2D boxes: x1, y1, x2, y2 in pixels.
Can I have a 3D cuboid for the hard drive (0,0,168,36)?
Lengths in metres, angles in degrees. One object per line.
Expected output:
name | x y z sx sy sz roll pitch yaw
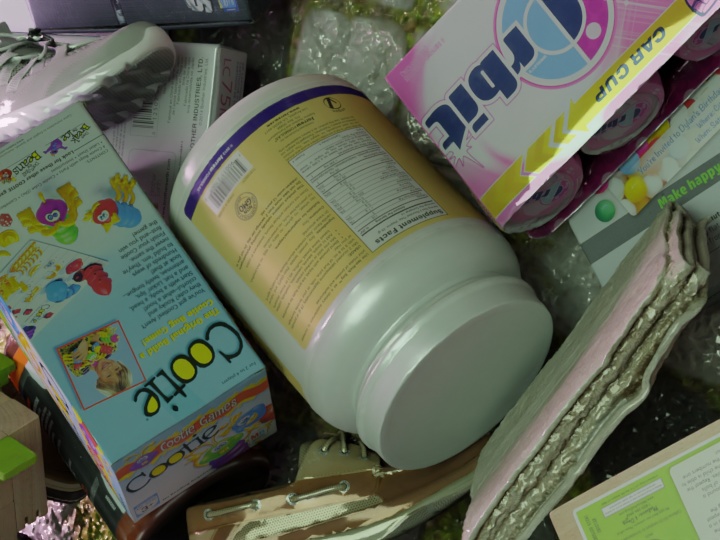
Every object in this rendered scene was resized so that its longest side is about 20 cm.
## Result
hard drive | -0.183 -0.133 1.567 0.131 0.027 0.202 1 89 29

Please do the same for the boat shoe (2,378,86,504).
boat shoe | -0.253 0.106 1.579 0.200 0.072 0.066 22 126 18

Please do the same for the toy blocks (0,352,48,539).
toy blocks | -0.260 0.122 1.494 0.199 0.100 0.137 29 134 33

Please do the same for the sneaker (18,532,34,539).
sneaker | -0.211 0.232 1.546 0.199 0.076 0.091 31 112 31

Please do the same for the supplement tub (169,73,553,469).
supplement tub | 0.000 0.000 1.379 0.200 0.145 0.146 47 110 30

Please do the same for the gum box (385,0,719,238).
gum box | 0.117 -0.122 1.327 0.200 0.066 0.114 -45 66 21

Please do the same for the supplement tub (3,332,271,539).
supplement tub | -0.148 0.072 1.493 0.107 0.107 0.200 -45 68 20

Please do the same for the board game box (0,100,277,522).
board game box | -0.145 0.024 1.400 0.105 0.103 0.200 -31 68 -11

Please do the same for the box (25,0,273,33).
box | -0.146 -0.241 1.454 0.157 0.051 0.201 2 122 26

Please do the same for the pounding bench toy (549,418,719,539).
pounding bench toy | 0.232 0.135 1.246 0.199 0.156 0.125 -32 72 25

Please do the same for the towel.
towel | 0.121 0.059 1.288 0.034 0.133 0.200 35 109 -4

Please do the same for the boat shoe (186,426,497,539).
boat shoe | -0.011 0.128 1.407 0.199 0.076 0.072 -24 85 3

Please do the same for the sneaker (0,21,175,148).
sneaker | -0.203 -0.117 1.475 0.199 0.075 0.083 -20 81 27

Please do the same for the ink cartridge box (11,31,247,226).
ink cartridge box | -0.167 -0.085 1.519 0.199 0.042 0.120 6 91 27

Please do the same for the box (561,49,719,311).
box | 0.173 -0.086 1.356 0.155 0.041 0.201 -33 72 24
